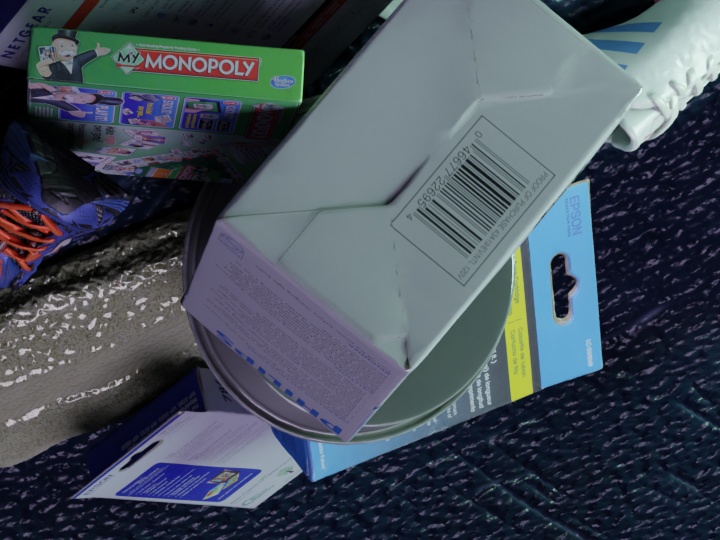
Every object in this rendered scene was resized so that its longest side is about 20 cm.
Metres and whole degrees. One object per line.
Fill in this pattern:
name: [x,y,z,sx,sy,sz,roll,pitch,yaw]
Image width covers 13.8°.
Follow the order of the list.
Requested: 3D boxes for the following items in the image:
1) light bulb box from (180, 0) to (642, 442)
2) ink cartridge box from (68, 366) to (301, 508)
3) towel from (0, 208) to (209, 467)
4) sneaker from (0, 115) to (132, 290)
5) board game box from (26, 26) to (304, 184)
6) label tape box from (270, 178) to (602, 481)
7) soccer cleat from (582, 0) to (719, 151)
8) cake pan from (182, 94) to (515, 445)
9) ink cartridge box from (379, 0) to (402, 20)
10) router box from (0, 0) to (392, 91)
light bulb box: [0.020,-0.036,1.535,0.198,0.125,0.200,-50,178,-15]
ink cartridge box: [-0.094,0.103,1.828,0.099,0.039,0.200,-37,158,22]
towel: [-0.155,0.042,1.761,0.199,0.037,0.149,-21,143,-1]
sneaker: [-0.176,-0.025,1.539,0.075,0.079,0.200,32,168,-12]
board game box: [-0.104,-0.081,1.528,0.134,0.029,0.200,4,169,-6]
label tape box: [0.039,0.021,1.769,0.199,0.063,0.145,-20,127,-18]
soccer cleat: [0.171,-0.112,1.683,0.199,0.086,0.070,-23,144,1]
cake pan: [0.000,0.000,1.673,0.200,0.201,0.037,-8,-174,-18]
ink cartridge box: [0.045,-0.201,1.542,0.176,0.045,0.200,-28,146,34]
router box: [-0.072,-0.159,1.488,0.179,0.049,0.200,10,147,-31]
